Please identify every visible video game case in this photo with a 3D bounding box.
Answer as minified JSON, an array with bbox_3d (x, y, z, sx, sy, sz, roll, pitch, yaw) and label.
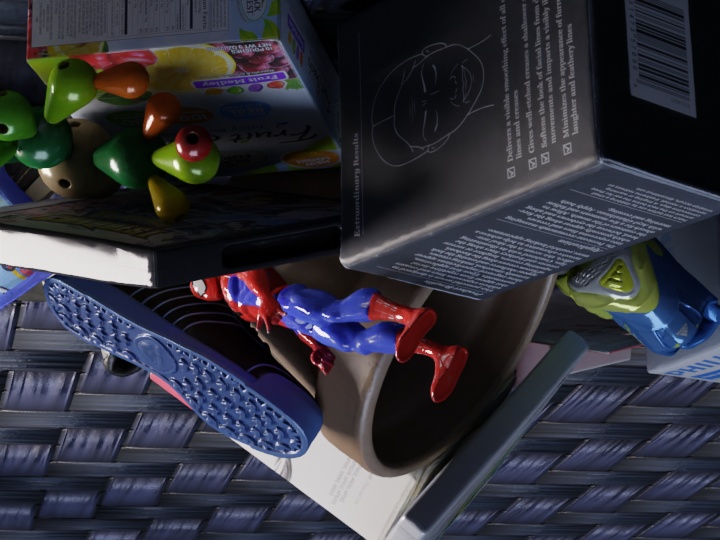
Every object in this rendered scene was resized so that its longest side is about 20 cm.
[{"bbox_3d":[-0.110,-0.023,1.363,0.181,0.026,0.200,-11,-167,-43],"label":"video game case"},{"bbox_3d":[0.061,0.146,1.586,0.022,0.200,0.182,39,143,7],"label":"video game case"}]

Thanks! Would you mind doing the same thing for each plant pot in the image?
[{"bbox_3d":[0.000,0.000,1.488,0.175,0.200,0.200,34,175,23],"label":"plant pot"}]

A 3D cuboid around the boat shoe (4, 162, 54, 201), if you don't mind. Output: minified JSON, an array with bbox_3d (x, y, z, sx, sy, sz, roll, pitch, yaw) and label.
[{"bbox_3d":[-0.235,-0.056,1.542,0.063,0.073,0.200,47,154,-7],"label":"boat shoe"}]

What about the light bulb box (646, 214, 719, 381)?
[{"bbox_3d":[0.325,0.001,1.604,0.200,0.125,0.198,10,159,-30],"label":"light bulb box"}]

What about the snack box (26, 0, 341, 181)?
[{"bbox_3d":[-0.093,-0.109,1.368,0.142,0.053,0.200,-3,162,10],"label":"snack box"}]

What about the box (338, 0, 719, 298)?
[{"bbox_3d":[0.090,-0.086,1.281,0.107,0.149,0.200,14,156,-39],"label":"box"}]

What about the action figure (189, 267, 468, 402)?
[{"bbox_3d":[-0.030,0.025,1.358,0.200,0.052,0.065,21,164,46],"label":"action figure"}]

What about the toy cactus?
[{"bbox_3d":[-0.164,-0.059,1.314,0.200,0.102,0.165,-3,171,11],"label":"toy cactus"}]

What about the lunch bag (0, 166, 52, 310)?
[{"bbox_3d":[-0.277,-0.032,1.470,0.200,0.094,0.151,-29,114,35],"label":"lunch bag"}]

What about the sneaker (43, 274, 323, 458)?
[{"bbox_3d":[-0.094,0.035,1.448,0.200,0.078,0.070,32,147,19],"label":"sneaker"}]

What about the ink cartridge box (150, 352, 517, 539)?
[{"bbox_3d":[-0.017,0.069,1.608,0.200,0.146,0.085,34,132,12],"label":"ink cartridge box"}]

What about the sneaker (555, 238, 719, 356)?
[{"bbox_3d":[0.178,0.009,1.566,0.076,0.105,0.200,-47,-172,13],"label":"sneaker"}]

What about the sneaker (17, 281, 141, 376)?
[{"bbox_3d":[-0.185,0.022,1.655,0.075,0.116,0.200,15,155,-41],"label":"sneaker"}]

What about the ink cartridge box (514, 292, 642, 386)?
[{"bbox_3d":[0.147,0.054,1.726,0.176,0.045,0.200,10,-169,34],"label":"ink cartridge box"}]
